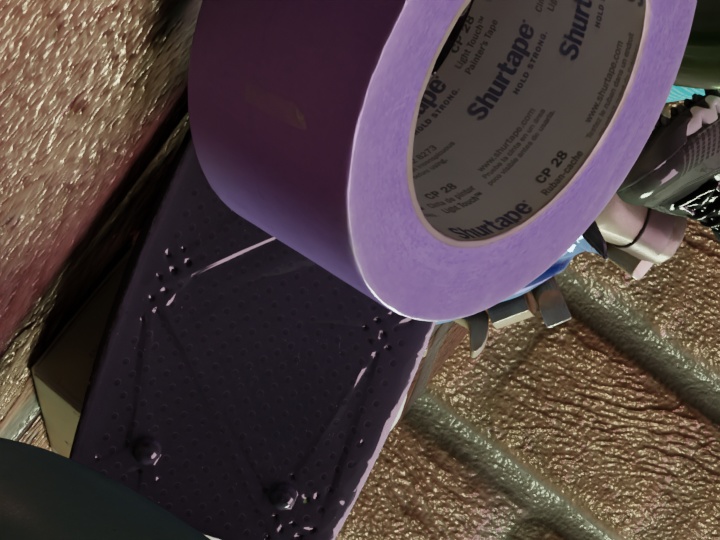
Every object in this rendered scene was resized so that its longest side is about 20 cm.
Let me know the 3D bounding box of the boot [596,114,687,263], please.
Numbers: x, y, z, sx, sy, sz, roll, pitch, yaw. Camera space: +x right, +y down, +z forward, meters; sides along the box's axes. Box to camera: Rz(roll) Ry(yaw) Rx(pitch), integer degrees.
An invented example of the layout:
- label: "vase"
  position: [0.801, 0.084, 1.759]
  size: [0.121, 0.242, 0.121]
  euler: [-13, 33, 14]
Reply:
- label: "boot"
  position: [0.122, -0.097, 1.496]
  size: [0.070, 0.146, 0.201]
  euler: [-35, -153, 38]

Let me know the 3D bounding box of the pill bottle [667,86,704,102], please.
- label: "pill bottle"
  position: [0.175, -0.150, 1.573]
  size: [0.199, 0.111, 0.111]
  euler: [-5, -149, 41]

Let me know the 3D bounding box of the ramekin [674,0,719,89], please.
- label: "ramekin"
  position: [0.175, -0.193, 1.395]
  size: [0.200, 0.200, 0.098]
  euler: [-54, -179, 7]

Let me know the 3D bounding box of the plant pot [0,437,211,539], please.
- label: "plant pot"
  position: [-0.136, 0.155, 1.032]
  size: [0.201, 0.161, 0.201]
  euler: [-44, 159, -22]

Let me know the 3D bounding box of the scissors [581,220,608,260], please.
- label: "scissors"
  position: [0.089, -0.038, 1.302]
  size: [0.073, 0.014, 0.200]
  euler: [-54, -158, 28]

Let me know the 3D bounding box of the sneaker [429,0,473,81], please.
- label: "sneaker"
  position: [0.026, -0.136, 1.256]
  size: [0.115, 0.075, 0.201]
  euler: [1, -116, 65]

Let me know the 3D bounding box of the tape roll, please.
- label: "tape roll"
  position: [0.035, -0.088, 1.052]
  size: [0.200, 0.085, 0.201]
  euler: [-34, 141, -34]

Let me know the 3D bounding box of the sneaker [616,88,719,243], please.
- label: "sneaker"
  position: [0.188, -0.045, 1.420]
  size: [0.066, 0.091, 0.200]
  euler: [-33, 173, 26]

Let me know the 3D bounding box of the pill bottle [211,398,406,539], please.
- label: "pill bottle"
  position: [-0.066, 0.093, 1.526]
  size: [0.200, 0.111, 0.111]
  euler: [-42, 168, -49]

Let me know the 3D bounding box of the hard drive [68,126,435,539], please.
- label: "hard drive"
  position: [-0.037, 0.012, 1.166]
  size: [0.201, 0.134, 0.042]
  euler: [-68, -157, 5]

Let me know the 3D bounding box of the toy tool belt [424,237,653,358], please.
- label: "toy tool belt"
  position: [0.064, -0.013, 1.566]
  size: [0.199, 0.123, 0.125]
  euler: [-27, 151, 11]

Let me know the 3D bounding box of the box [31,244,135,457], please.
- label: "box"
  position: [-0.091, 0.066, 1.301]
  size: [0.078, 0.095, 0.200]
  euler: [-50, 172, -14]
